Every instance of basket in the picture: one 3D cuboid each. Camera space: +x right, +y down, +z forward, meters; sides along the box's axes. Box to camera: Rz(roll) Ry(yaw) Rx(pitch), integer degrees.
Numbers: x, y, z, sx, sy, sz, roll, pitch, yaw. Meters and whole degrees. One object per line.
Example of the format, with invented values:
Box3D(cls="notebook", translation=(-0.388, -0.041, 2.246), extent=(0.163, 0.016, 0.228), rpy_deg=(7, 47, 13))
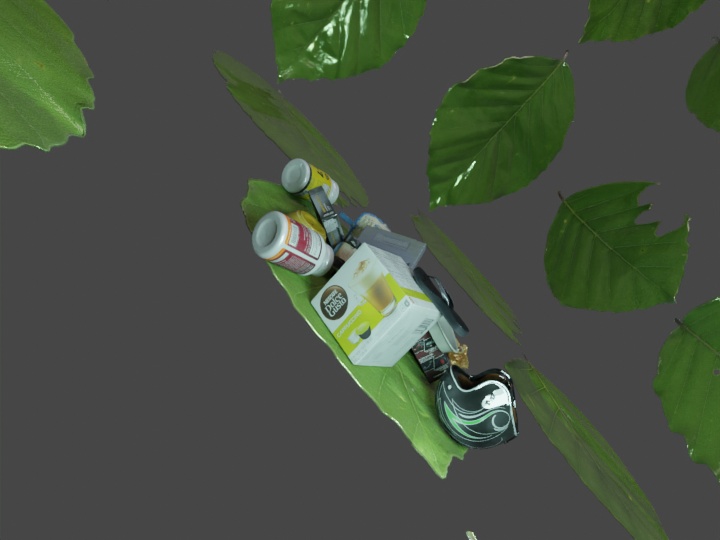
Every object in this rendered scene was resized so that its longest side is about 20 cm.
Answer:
Box3D(cls="basket", translation=(0.021, -0.117, 2.042), extent=(0.175, 0.140, 0.200), rpy_deg=(34, 9, -36))

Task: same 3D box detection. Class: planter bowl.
Box3D(cls="planter bowl", translation=(-0.152, -0.100, 1.647), extent=(0.200, 0.083, 0.201), rpy_deg=(42, 16, -14))

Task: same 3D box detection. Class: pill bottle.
Box3D(cls="pill bottle", translation=(-0.157, -0.055, 1.466), extent=(0.199, 0.113, 0.114), rpy_deg=(28, 22, -48))
Box3D(cls="pill bottle", translation=(-0.164, -0.289, 2.048), extent=(0.115, 0.114, 0.199), rpy_deg=(53, 17, 29))

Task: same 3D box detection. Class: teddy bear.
Box3D(cls="teddy bear", translation=(0.288, 0.238, 1.958), extent=(0.144, 0.067, 0.200), rpy_deg=(41, 15, -6))

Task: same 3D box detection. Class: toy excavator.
Box3D(cls="toy excavator", translation=(0.000, 0.000, 1.737), extent=(0.193, 0.101, 0.200), rpy_deg=(34, -11, -4))

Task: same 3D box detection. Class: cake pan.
Box3D(cls="cake pan", translation=(0.201, 0.129, 1.615), extent=(0.202, 0.036, 0.201), rpy_deg=(60, 14, -25))

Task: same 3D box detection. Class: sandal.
Box3D(cls="sandal", translation=(0.198, 0.067, 1.451), extent=(0.201, 0.043, 0.076), rpy_deg=(53, 17, 22))

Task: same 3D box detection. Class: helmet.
Box3D(cls="helmet", translation=(0.274, 0.324, 1.468), extent=(0.200, 0.187, 0.204), rpy_deg=(-9, 90, -73))

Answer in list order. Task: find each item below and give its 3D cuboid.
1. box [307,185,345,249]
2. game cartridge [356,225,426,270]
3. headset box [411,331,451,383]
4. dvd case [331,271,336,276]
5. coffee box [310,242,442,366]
Box3D(cls="box", translation=(-0.086, -0.122, 1.773), extent=(0.159, 0.048, 0.202), rpy_deg=(-119, -172, -46))
Box3D(cls="game cartridge", translation=(0.083, -0.063, 1.797), extent=(0.197, 0.039, 0.130), rpy_deg=(19, 40, 18))
Box3D(cls="headset box", translation=(0.173, 0.180, 1.675), extent=(0.202, 0.074, 0.149), rpy_deg=(61, 10, -18))
Box3D(cls="dvd case", translation=(0.009, 0.092, 1.697), extent=(0.199, 0.018, 0.143), rpy_deg=(35, 17, -33))
Box3D(cls="coffee box", translation=(0.041, 0.086, 1.450), extent=(0.199, 0.200, 0.199), rpy_deg=(52, 17, 26))
